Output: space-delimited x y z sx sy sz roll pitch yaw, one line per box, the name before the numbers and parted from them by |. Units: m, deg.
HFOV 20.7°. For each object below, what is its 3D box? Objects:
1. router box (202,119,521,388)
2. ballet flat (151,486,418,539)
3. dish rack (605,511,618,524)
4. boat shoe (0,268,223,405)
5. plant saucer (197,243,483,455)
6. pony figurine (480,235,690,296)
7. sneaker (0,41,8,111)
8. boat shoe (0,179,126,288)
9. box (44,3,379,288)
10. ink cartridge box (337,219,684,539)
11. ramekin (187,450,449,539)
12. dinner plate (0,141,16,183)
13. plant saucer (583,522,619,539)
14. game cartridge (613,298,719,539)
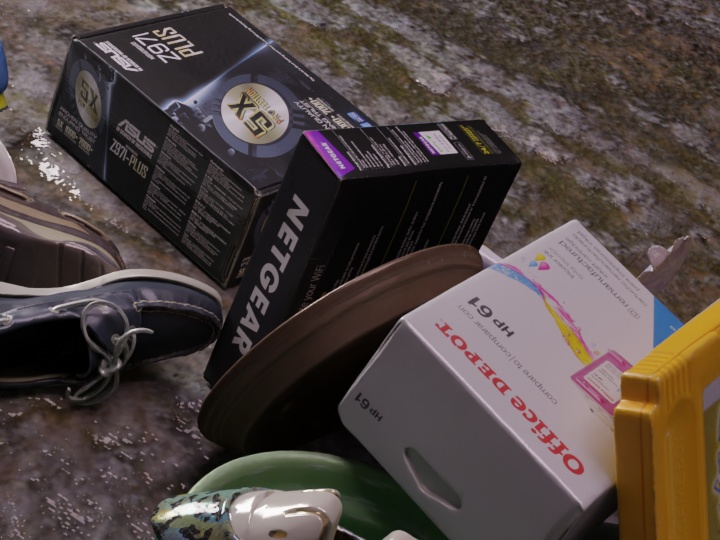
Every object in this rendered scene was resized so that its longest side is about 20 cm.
router box | 0.000 0.000 1.248 0.149 0.200 0.051 -7 44 -39
ballet flat | -0.006 0.146 0.974 0.200 0.074 0.074 26 32 3
dish rack | 0.191 0.211 1.215 0.199 0.044 0.172 18 34 -10
boat shoe | -0.173 0.041 1.196 0.199 0.075 0.062 2 36 -28
plant saucer | -0.006 0.053 1.181 0.200 0.200 0.030 -15 65 -45
pony figurine | 0.148 0.043 1.323 0.200 0.167 0.193 26 -2 16
sneaker | -0.312 -0.126 1.285 0.066 0.079 0.200 7 19 34
boat shoe | -0.244 -0.023 1.259 0.200 0.075 0.073 26 18 -6
box | -0.099 -0.097 1.431 0.200 0.086 0.164 40 36 24
ink cartridge box | 0.104 0.072 1.119 0.145 0.085 0.200 45 38 13
ramekin | -0.019 0.199 1.045 0.199 0.098 0.200 17 33 -11
dinner plate | -0.328 -0.086 1.329 0.200 0.024 0.200 17 32 -11
plant saucer | 0.167 0.206 1.132 0.200 0.039 0.201 16 35 -11
game cartridge | 0.203 0.110 1.105 0.032 0.177 0.200 7 22 33
